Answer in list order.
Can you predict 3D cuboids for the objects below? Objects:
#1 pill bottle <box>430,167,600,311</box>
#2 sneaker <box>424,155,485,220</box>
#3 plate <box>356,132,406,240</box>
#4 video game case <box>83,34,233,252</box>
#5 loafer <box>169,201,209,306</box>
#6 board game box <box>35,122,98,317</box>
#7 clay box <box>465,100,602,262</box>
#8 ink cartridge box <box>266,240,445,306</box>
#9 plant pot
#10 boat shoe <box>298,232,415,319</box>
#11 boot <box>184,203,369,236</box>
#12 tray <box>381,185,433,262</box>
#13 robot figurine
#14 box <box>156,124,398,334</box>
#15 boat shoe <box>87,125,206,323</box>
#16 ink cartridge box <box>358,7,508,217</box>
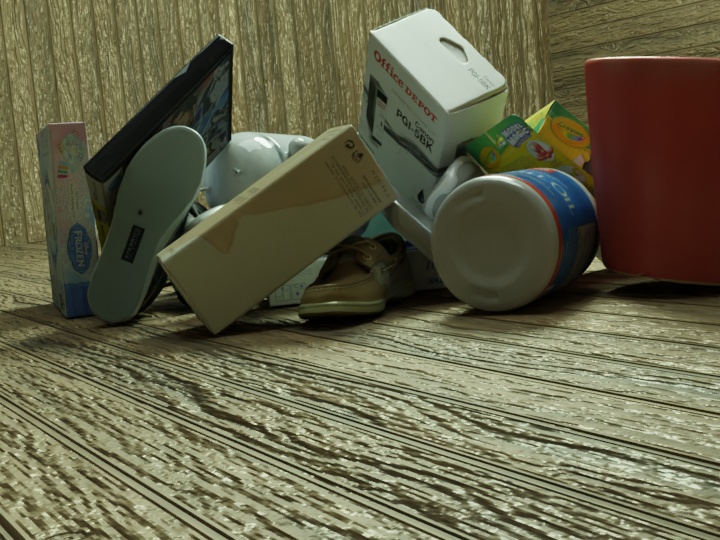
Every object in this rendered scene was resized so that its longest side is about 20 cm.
[{"bbox_3d":[0.147,-0.033,0.982,0.111,0.114,0.200,-3,6,26],"label":"pill bottle"},{"bbox_3d":[0.131,-0.057,1.160,0.082,0.075,0.200,37,3,27],"label":"sneaker"},{"bbox_3d":[0.041,-0.077,1.303,0.198,0.202,0.026,-8,-29,-27],"label":"plate"},{"bbox_3d":[-0.201,-0.121,1.150,0.200,0.025,0.181,-50,-11,-24],"label":"video game case"},{"bbox_3d":[-0.189,-0.025,1.206,0.068,0.070,0.201,-41,25,10],"label":"loafer"},{"bbox_3d":[-0.326,-0.058,1.242,0.043,0.201,0.200,-7,6,-19],"label":"board game box"},{"bbox_3d":[0.209,-0.090,1.101,0.048,0.199,0.115,-57,11,-22],"label":"clay box"},{"bbox_3d":[0.000,0.000,1.137,0.198,0.045,0.094,-6,7,-8],"label":"ink cartridge box"},{"bbox_3d":[0.283,-0.085,0.949,0.198,0.179,0.200,3,9,-1],"label":"plant pot"},{"bbox_3d":[-0.005,0.002,0.998,0.073,0.067,0.200,-4,6,18],"label":"boat shoe"},{"bbox_3d":[-0.082,-0.052,1.119,0.095,0.074,0.199,10,17,39],"label":"boot"},{"bbox_3d":[0.045,-0.051,1.082,0.107,0.022,0.200,39,8,-20],"label":"tray"},{"bbox_3d":[-0.107,-0.106,1.328,0.169,0.114,0.199,-38,-19,32],"label":"robot figurine"},{"bbox_3d":[-0.074,-0.037,0.974,0.199,0.078,0.095,-37,12,-10],"label":"box"},{"bbox_3d":[-0.206,-0.046,1.094,0.070,0.202,0.091,26,3,-1],"label":"boat shoe"},{"bbox_3d":[0.070,-0.153,1.202,0.082,0.201,0.147,-25,57,-24],"label":"ink cartridge box"}]
